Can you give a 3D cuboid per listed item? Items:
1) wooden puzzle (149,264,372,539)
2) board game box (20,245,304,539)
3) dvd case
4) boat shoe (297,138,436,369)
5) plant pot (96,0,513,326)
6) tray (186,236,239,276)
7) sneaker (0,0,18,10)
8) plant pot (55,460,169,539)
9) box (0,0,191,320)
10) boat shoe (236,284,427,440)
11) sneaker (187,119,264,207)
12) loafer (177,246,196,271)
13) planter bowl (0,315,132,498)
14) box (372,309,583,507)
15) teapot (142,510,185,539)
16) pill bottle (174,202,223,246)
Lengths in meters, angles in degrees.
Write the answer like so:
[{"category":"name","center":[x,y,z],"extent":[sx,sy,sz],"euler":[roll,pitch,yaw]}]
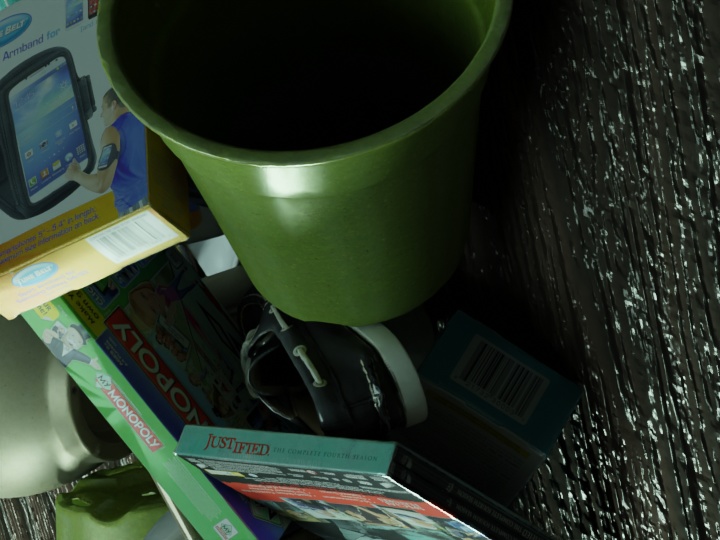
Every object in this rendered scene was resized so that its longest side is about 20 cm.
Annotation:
[{"category":"wooden puzzle","center":[-0.059,0.090,1.539],"extent":[0.037,0.185,0.200],"euler":[-41,77,37]},{"category":"board game box","center":[-0.101,0.057,1.444],"extent":[0.029,0.135,0.200],"euler":[-35,98,25]},{"category":"dvd case","center":[0.018,0.128,1.380],"extent":[0.146,0.022,0.200],"euler":[2,157,40]},{"category":"boat shoe","center":[0.000,0.000,1.490],"extent":[0.062,0.073,0.200],"euler":[-75,-31,-58]},{"category":"plant pot","center":[-0.016,-0.073,1.311],"extent":[0.200,0.200,0.190],"euler":[46,161,32]},{"category":"tray","center":[-0.123,-0.087,1.660],"extent":[0.200,0.022,0.107],"euler":[54,154,19]},{"category":"sneaker","center":[-0.233,-0.152,1.715],"extent":[0.200,0.080,0.078],"euler":[117,152,-64]},{"category":"plant pot","center":[-0.132,0.232,1.814],"extent":[0.200,0.200,0.185],"euler":[11,112,59]},{"category":"box","center":[-0.151,-0.084,1.376],"extent":[0.041,0.119,0.200],"euler":[38,-144,-48]},{"category":"boat shoe","center":[-0.032,0.050,1.407],"extent":[0.200,0.060,0.074],"euler":[32,141,60]},{"category":"sneaker","center":[-0.065,-0.135,1.416],"extent":[0.078,0.066,0.200],"euler":[-98,22,-70]},{"category":"loafer","center":[-0.130,0.027,1.698],"extent":[0.072,0.073,0.200],"euler":[37,158,53]},{"category":"planter bowl","center":[-0.219,0.067,1.822],"extent":[0.135,0.200,0.200],"euler":[6,123,30]},{"category":"box","center":[0.050,0.101,1.446],"extent":[0.082,0.049,0.200],"euler":[33,150,2]},{"category":"teapot","center":[-0.061,0.214,1.677],"extent":[0.197,0.200,0.146],"euler":[45,-178,-3]},{"category":"pill bottle","center":[-0.115,-0.124,1.506],"extent":[0.112,0.112,0.200],"euler":[20,130,56]}]
